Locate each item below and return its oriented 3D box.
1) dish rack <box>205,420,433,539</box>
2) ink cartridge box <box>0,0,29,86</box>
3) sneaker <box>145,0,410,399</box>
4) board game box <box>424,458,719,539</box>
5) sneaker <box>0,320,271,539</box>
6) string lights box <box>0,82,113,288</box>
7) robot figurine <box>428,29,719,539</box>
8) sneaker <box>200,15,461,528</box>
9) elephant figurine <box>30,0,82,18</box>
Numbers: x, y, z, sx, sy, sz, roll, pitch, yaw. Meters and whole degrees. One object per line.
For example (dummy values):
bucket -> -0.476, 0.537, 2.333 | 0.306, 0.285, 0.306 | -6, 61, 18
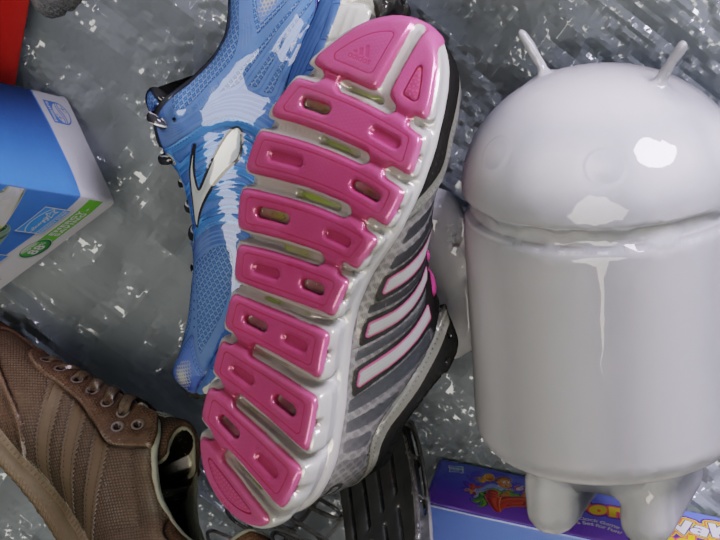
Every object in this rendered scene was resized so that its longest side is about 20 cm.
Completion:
dish rack -> -0.042, 0.150, 0.863 | 0.054, 0.154, 0.200 | 28, 115, -22
ink cartridge box -> -0.199, -0.159, 0.774 | 0.175, 0.045, 0.202 | 3, 118, -23
sneaker -> -0.046, -0.042, 0.840 | 0.088, 0.078, 0.202 | 22, 107, 16
board game box -> 0.119, 0.172, 0.889 | 0.198, 0.045, 0.136 | 12, 112, 8
sneaker -> -0.107, 0.080, 0.867 | 0.075, 0.070, 0.200 | -41, 60, 3
string lights box -> -0.200, -0.033, 0.800 | 0.102, 0.200, 0.059 | -35, 72, 21
robot figurine -> 0.097, 0.005, 0.796 | 0.168, 0.113, 0.202 | 3, 111, 20
sneaker -> 0.000, 0.000, 0.779 | 0.073, 0.087, 0.202 | 23, 103, 33
elephant figurine -> -0.056, -0.179, 0.757 | 0.140, 0.155, 0.202 | -3, 112, -13
